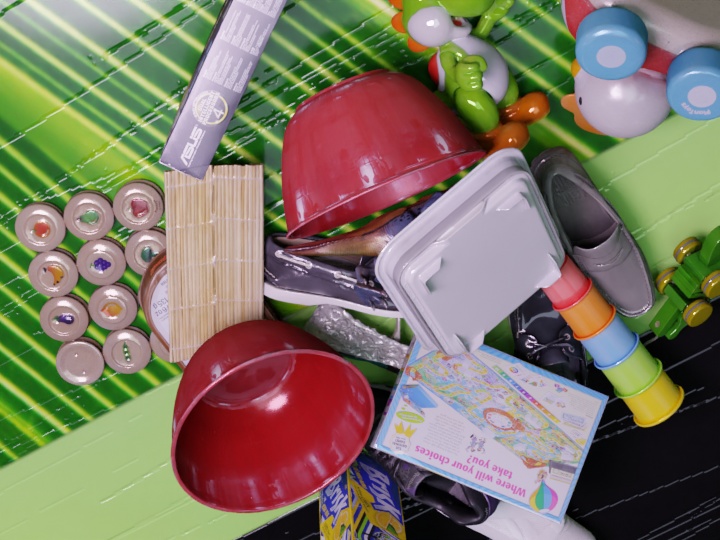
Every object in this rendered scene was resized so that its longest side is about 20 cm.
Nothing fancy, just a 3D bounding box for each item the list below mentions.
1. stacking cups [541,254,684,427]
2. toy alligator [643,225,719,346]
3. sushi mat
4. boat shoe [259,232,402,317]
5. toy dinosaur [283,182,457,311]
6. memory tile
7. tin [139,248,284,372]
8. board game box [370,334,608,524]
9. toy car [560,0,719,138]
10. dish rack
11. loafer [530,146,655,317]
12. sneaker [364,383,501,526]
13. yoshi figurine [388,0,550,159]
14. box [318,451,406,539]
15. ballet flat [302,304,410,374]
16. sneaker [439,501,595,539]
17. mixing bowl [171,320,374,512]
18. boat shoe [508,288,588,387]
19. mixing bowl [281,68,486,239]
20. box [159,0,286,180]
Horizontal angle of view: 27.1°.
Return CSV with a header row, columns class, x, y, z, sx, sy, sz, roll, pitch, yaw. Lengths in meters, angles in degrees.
class,x,y,z,sx,sy,sz,roll,pitch,yaw
stacking cups,0.245,0.064,1.490,0.060,0.061,0.200,-36,106,11
toy alligator,0.331,0.030,1.509,0.054,0.059,0.200,-8,137,-35
sushi mat,-0.140,-0.007,1.439,0.095,0.012,0.201,-3,111,-11
boat shoe,0.000,0.000,1.469,0.199,0.074,0.061,7,117,3
toy dinosaur,0.061,-0.053,1.417,0.199,0.182,0.105,30,152,-1
memory tile,-0.252,0.014,1.488,0.152,0.017,0.201,-11,113,2
tin,-0.140,0.061,1.493,0.112,0.042,0.200,-32,114,6
board game box,0.126,0.148,1.461,0.199,0.034,0.135,23,84,-4
toy car,0.239,-0.192,1.372,0.176,0.185,0.200,21,138,-11
dish rack,0.111,-0.004,1.356,0.171,0.044,0.200,-39,144,-3
loafer,0.230,-0.030,1.465,0.070,0.070,0.200,-34,109,13
sneaker,0.053,0.185,1.510,0.199,0.088,0.076,31,109,11
yoshi figurine,0.110,-0.211,1.372,0.112,0.112,0.200,-36,108,-5
box,0.001,0.261,1.505,0.064,0.200,0.070,24,110,-13
ballet flat,0.040,0.077,1.506,0.199,0.072,0.072,20,110,-12
sneaker,0.182,0.234,1.573,0.199,0.074,0.116,25,112,-11
mixing bowl,-0.098,0.122,1.426,0.199,0.109,0.201,-14,131,-16
boat shoe,0.195,0.090,1.516,0.074,0.066,0.200,-9,113,1
mixing bowl,0.005,-0.117,1.371,0.199,0.200,0.109,-23,87,7
box,-0.114,-0.196,1.330,0.049,0.161,0.201,23,110,-12
